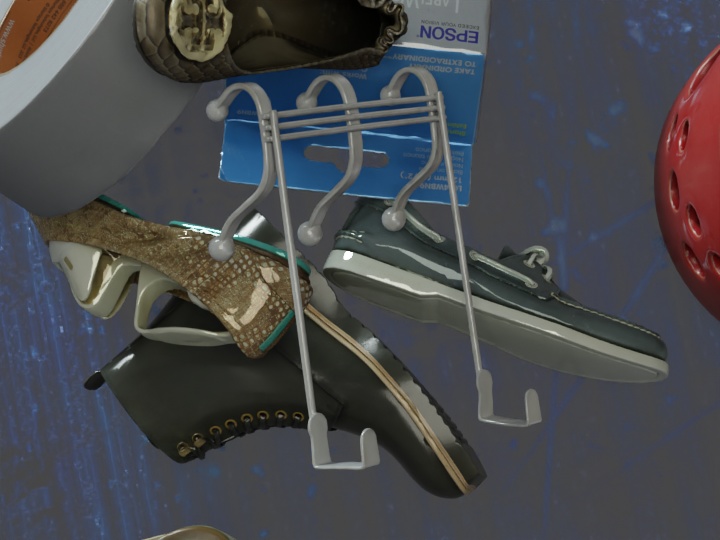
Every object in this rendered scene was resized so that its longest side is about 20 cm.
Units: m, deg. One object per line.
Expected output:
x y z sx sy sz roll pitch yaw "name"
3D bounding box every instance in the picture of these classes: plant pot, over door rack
0.267 -0.060 1.258 0.199 0.183 0.202 0 81 -1 "plant pot"
0.000 0.000 1.196 0.147 0.066 0.201 -11 83 -48 "over door rack"

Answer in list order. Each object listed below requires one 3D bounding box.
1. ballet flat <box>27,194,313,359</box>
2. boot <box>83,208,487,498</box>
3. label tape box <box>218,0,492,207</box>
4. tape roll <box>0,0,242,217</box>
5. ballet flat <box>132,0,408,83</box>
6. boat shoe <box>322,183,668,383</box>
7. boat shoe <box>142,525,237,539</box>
-0.118 0.000 1.259 0.199 0.070 0.066 17 75 35 "ballet flat"
-0.041 0.082 1.290 0.138 0.077 0.200 -44 73 -2 "boot"
0.001 -0.144 1.295 0.142 0.066 0.201 6 66 -1 "label tape box"
-0.140 -0.128 1.240 0.066 0.200 0.201 37 82 -25 "tape roll"
-0.038 -0.124 1.165 0.046 0.200 0.068 12 99 34 "ballet flat"
0.081 0.008 1.297 0.199 0.073 0.062 19 74 2 "boat shoe"
-0.148 0.196 1.269 0.199 0.066 0.074 -22 85 9 "boat shoe"
